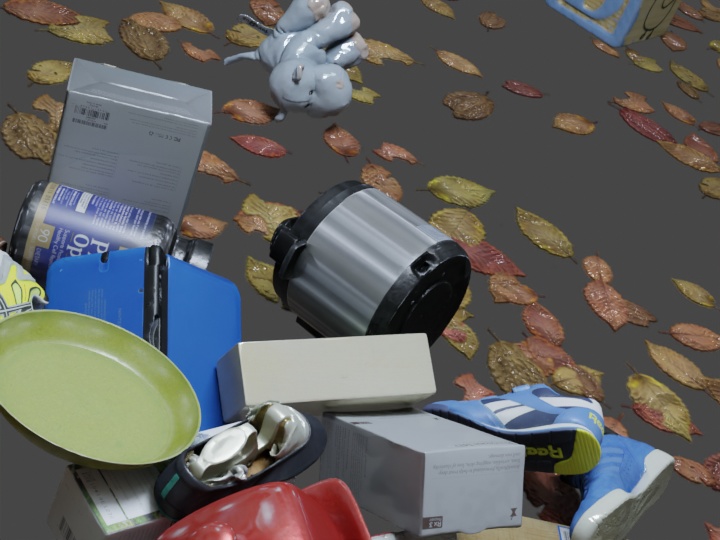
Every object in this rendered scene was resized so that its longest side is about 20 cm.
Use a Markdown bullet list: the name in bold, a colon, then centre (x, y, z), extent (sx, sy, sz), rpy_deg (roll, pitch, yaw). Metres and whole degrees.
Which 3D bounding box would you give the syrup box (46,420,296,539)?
- **syrup box**: centre (-0.164, 0.203, 1.111), extent (0.200, 0.081, 0.079), rpy_deg (-9, 48, -40)

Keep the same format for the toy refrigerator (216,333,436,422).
- **toy refrigerator**: centre (-0.034, 0.103, 1.237), extent (0.200, 0.076, 0.070), rpy_deg (-2, 73, -24)

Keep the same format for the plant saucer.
- **plant saucer**: centre (-0.236, 0.108, 1.083), extent (0.200, 0.031, 0.200), rpy_deg (24, 25, -12)

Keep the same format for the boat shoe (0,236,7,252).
- **boat shoe**: centre (-0.389, 0.039, 1.225), extent (0.072, 0.076, 0.200), rpy_deg (24, 43, -4)

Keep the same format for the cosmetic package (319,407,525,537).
- **cosmetic package**: centre (0.053, 0.185, 1.176), extent (0.113, 0.081, 0.200), rpy_deg (0, 3, -31)

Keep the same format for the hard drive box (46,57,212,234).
- **hard drive box**: centre (-0.264, -0.116, 1.388), extent (0.156, 0.200, 0.077), rpy_deg (13, 34, -15)

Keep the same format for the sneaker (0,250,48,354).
- **sneaker**: centre (-0.331, 0.056, 1.118), extent (0.076, 0.075, 0.200), rpy_deg (32, 35, -17)

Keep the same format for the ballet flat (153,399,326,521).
- **ballet flat**: centre (-0.092, 0.154, 1.087), extent (0.073, 0.073, 0.200), rpy_deg (40, 38, 25)

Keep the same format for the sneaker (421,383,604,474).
- **sneaker**: centre (0.161, 0.162, 1.311), extent (0.200, 0.074, 0.082), rpy_deg (4, 36, 25)

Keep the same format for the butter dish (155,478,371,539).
- **butter dish**: centre (-0.092, 0.247, 0.978), extent (0.199, 0.148, 0.200), rpy_deg (-27, 45, 3)

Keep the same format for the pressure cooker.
- **pressure cooker**: centre (0.002, -0.002, 1.396), extent (0.200, 0.176, 0.179), rpy_deg (36, 70, 23)

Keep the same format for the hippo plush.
- **hippo plush**: centre (-0.078, -0.303, 1.787), extent (0.200, 0.159, 0.161), rpy_deg (12, 35, -15)

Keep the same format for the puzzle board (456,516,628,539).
- **puzzle board**: centre (0.187, 0.306, 1.228), extent (0.200, 0.017, 0.151), rpy_deg (14, 34, -13)

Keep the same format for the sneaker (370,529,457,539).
- **sneaker**: centre (0.005, 0.280, 1.109), extent (0.200, 0.081, 0.083), rpy_deg (-8, 73, -22)

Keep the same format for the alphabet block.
- **alphabet block**: centre (0.520, -0.578, 2.476), extent (0.196, 0.195, 0.200), rpy_deg (41, 39, 22)

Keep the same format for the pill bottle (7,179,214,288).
- **pill bottle**: centre (-0.263, -0.017, 1.330), extent (0.200, 0.112, 0.112), rpy_deg (17, 34, -7)

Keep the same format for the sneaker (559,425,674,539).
- **sneaker**: centre (0.239, 0.223, 1.306), extent (0.111, 0.077, 0.200), rpy_deg (25, 32, 28)

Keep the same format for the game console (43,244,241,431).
- **game console**: centre (-0.213, 0.090, 1.234), extent (0.171, 0.118, 0.200), rpy_deg (-7, 63, 7)
